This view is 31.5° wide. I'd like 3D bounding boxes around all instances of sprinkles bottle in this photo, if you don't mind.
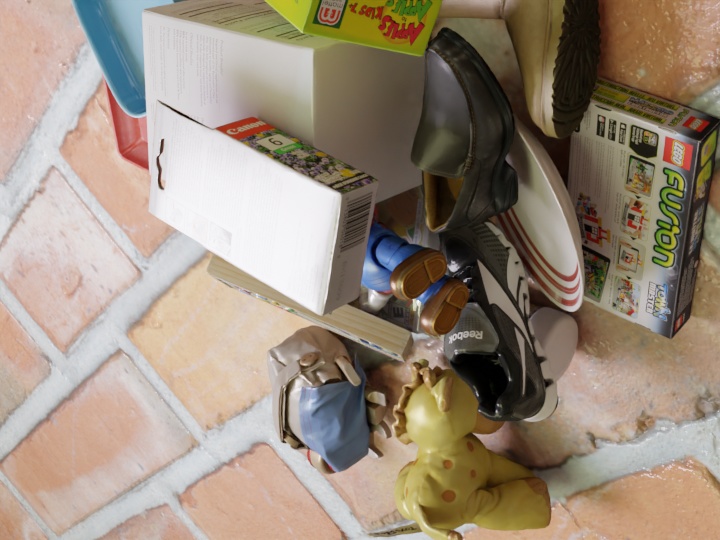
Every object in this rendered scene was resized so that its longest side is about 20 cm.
[{"bbox_3d":[0.104,0.043,1.197,0.200,0.068,0.068,22,136,35],"label":"sprinkles bottle"}]

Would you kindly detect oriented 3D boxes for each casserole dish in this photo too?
[{"bbox_3d":[-0.216,-0.246,1.253,0.121,0.039,0.200,-31,81,35],"label":"casserole dish"}]

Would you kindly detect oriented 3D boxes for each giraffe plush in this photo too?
[{"bbox_3d":[0.091,0.172,1.275,0.172,0.200,0.163,3,96,50],"label":"giraffe plush"}]

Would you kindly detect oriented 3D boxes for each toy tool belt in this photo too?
[{"bbox_3d":[-0.026,0.163,1.404,0.123,0.125,0.200,24,139,44],"label":"toy tool belt"}]

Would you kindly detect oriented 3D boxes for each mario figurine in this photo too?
[{"bbox_3d":[0.000,0.000,1.106,0.200,0.106,0.124,33,131,52],"label":"mario figurine"}]

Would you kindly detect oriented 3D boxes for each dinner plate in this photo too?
[{"bbox_3d":[0.138,-0.060,1.044,0.200,0.024,0.200,156,90,-82],"label":"dinner plate"}]

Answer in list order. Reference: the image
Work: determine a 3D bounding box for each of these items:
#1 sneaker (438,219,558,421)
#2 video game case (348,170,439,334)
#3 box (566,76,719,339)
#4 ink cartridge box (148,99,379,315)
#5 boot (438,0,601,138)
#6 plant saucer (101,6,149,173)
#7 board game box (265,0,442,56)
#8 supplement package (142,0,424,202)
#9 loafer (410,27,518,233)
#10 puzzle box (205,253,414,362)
[{"bbox_3d":[0.105,0.040,1.092,0.066,0.090,0.200,-24,82,38],"label":"sneaker"},{"bbox_3d":[-0.002,-0.060,1.196,0.182,0.023,0.200,20,115,35],"label":"video game case"},{"bbox_3d":[0.218,-0.047,1.018,0.110,0.035,0.200,26,139,30],"label":"box"},{"bbox_3d":[-0.083,-0.058,1.019,0.200,0.050,0.109,29,125,30],"label":"ink cartridge box"},{"bbox_3d":[0.085,-0.201,0.983,0.200,0.066,0.176,14,109,38],"label":"boot"},{"bbox_3d":[-0.191,-0.173,1.345,0.199,0.037,0.200,27,140,29],"label":"plant saucer"},{"bbox_3d":[-0.033,-0.224,0.950,0.200,0.101,0.048,49,126,49],"label":"board game box"},{"bbox_3d":[-0.065,-0.148,1.106,0.200,0.151,0.152,19,119,36],"label":"supplement package"},{"bbox_3d":[0.073,-0.097,0.973,0.073,0.072,0.200,47,166,37],"label":"loafer"},{"bbox_3d":[-0.045,0.036,1.224,0.200,0.025,0.133,23,176,6],"label":"puzzle box"}]
